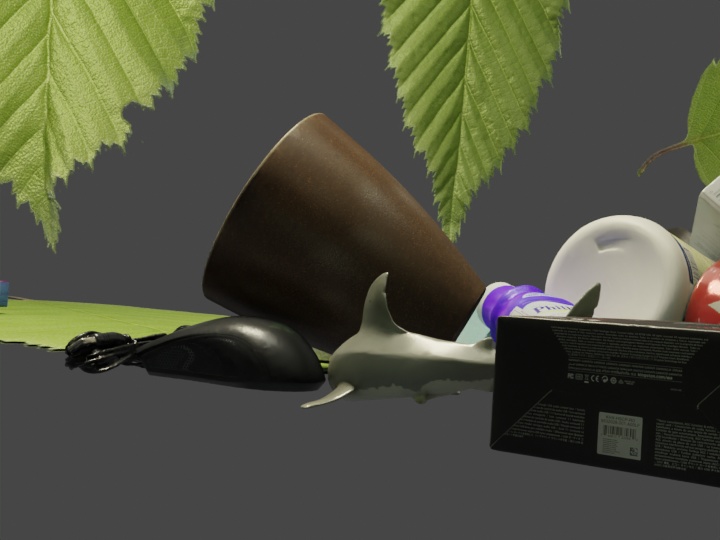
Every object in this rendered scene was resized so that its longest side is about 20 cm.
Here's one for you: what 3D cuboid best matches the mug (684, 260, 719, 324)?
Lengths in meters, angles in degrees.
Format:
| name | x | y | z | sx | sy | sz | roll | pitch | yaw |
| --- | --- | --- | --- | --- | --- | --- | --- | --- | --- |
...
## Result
| name | x | y | z | sx | sy | sz | roll | pitch | yaw |
| --- | --- | --- | --- | --- | --- | --- | --- | --- | --- |
| mug | 0.389 | 0.046 | 0.855 | 0.133 | 0.180 | 0.199 | -28 | 23 | -33 |

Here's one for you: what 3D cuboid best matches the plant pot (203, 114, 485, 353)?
| name | x | y | z | sx | sy | sz | roll | pitch | yaw |
| --- | --- | --- | --- | --- | --- | --- | --- | --- | --- |
| plant pot | 0.000 | 0.000 | 0.872 | 0.199 | 0.188 | 0.187 | 33 | 3 | 8 |

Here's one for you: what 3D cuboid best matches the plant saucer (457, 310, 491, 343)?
| name | x | y | z | sx | sy | sz | roll | pitch | yaw |
| --- | --- | --- | --- | --- | --- | --- | --- | --- | --- |
| plant saucer | 0.030 | 0.060 | 1.001 | 0.198 | 0.039 | 0.202 | 8 | 25 | -4 |

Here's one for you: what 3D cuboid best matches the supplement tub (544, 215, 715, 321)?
| name | x | y | z | sx | sy | sz | roll | pitch | yaw |
| --- | --- | --- | --- | --- | --- | --- | --- | --- | --- |
| supplement tub | 0.288 | 0.040 | 1.006 | 0.144 | 0.147 | 0.199 | 3 | -12 | 42 |

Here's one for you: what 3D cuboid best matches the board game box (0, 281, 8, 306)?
| name | x | y | z | sx | sy | sz | roll | pitch | yaw |
| --- | --- | --- | --- | --- | --- | --- | --- | --- | --- |
| board game box | -0.653 | 0.028 | 1.493 | 0.197 | 0.044 | 0.199 | 4 | 0 | 4 |

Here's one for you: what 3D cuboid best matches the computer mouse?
| name | x | y | z | sx | sy | sz | roll | pitch | yaw |
| --- | --- | --- | --- | --- | --- | --- | --- | --- | --- |
| computer mouse | -0.120 | 0.060 | 0.807 | 0.197 | 0.053 | 0.138 | 4 | -2 | 21 |

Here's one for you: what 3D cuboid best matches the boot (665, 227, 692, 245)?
| name | x | y | z | sx | sy | sz | roll | pitch | yaw |
| --- | --- | --- | --- | --- | --- | --- | --- | --- | --- |
| boot | 0.432 | 0.046 | 1.222 | 0.068 | 0.201 | 0.187 | -45 | 25 | -24 |

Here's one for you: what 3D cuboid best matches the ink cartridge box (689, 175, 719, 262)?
| name | x | y | z | sx | sy | sz | roll | pitch | yaw |
| --- | --- | --- | --- | --- | --- | --- | --- | --- | --- |
| ink cartridge box | 0.419 | 0.020 | 1.033 | 0.197 | 0.043 | 0.200 | 48 | -7 | 26 |

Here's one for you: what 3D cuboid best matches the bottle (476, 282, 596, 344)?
| name | x | y | z | sx | sy | sz | roll | pitch | yaw |
| --- | --- | --- | --- | --- | --- | --- | --- | --- | --- |
| bottle | 0.167 | 0.058 | 0.905 | 0.082 | 0.066 | 0.200 | 6 | 12 | -21 |

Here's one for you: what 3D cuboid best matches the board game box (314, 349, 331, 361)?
| name | x | y | z | sx | sy | sz | roll | pitch | yaw |
| --- | --- | --- | --- | --- | --- | --- | --- | --- | --- |
| board game box | -0.005 | 0.079 | 1.175 | 0.198 | 0.044 | 0.199 | 4 | 0 | 21 |

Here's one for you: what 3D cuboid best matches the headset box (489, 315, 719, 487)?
| name | x | y | z | sx | sy | sz | roll | pitch | yaw |
| --- | --- | --- | --- | --- | --- | --- | --- | --- | --- |
| headset box | 0.185 | 0.068 | 0.579 | 0.147 | 0.076 | 0.199 | 3 | -1 | 36 |

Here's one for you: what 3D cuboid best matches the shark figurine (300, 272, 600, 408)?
| name | x | y | z | sx | sy | sz | roll | pitch | yaw |
| --- | --- | --- | --- | --- | --- | --- | --- | --- | --- |
| shark figurine | 0.042 | 0.044 | 0.671 | 0.212 | 0.091 | 0.128 | -8 | -5 | 35 |
